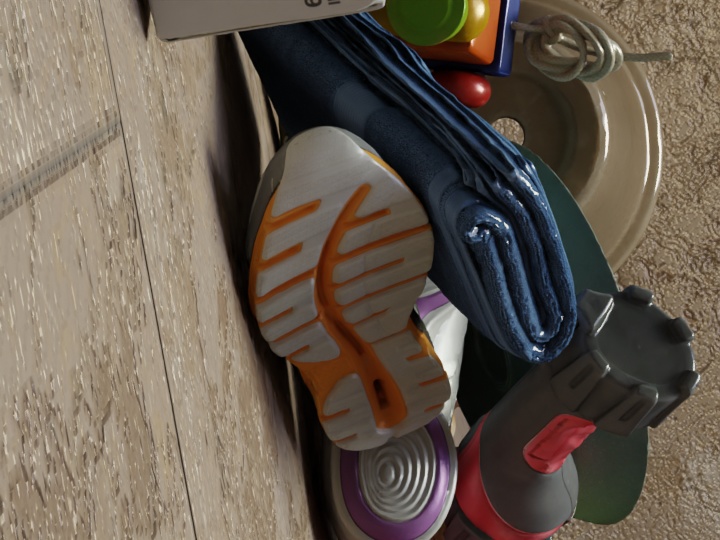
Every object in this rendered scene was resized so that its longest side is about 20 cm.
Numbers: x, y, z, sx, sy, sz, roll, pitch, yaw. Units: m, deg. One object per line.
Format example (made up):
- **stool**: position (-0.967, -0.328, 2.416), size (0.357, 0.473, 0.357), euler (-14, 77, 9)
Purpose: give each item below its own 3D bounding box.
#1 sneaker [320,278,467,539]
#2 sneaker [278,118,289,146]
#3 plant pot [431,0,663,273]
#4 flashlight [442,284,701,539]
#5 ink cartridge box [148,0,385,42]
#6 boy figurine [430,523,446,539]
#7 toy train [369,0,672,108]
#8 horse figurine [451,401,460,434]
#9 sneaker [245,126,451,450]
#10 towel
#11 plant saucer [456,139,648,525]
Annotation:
- **sneaker**: position (0.010, 0.038, 1.246), size (0.100, 0.075, 0.201), euler (122, -22, -72)
- **sneaker**: position (0.000, 0.000, 1.296), size (0.089, 0.077, 0.200), euler (-59, 138, -58)
- **plant pot**: position (0.077, -0.069, 1.501), size (0.175, 0.200, 0.201), euler (2, 79, -88)
- **flashlight**: position (0.092, 0.073, 1.188), size (0.200, 0.068, 0.068), euler (130, -51, -60)
- **ink cartridge box**: position (-0.043, -0.192, 0.948), size (0.200, 0.084, 0.146), euler (-92, 172, -60)
- **boy figurine**: position (0.062, 0.172, 1.312), size (0.124, 0.064, 0.200), euler (79, -2, -50)
- **toy train**: position (0.047, -0.123, 1.279), size (0.116, 0.199, 0.085), euler (0, 97, -78)
- **horse figurine**: position (0.036, 0.116, 1.453), size (0.133, 0.050, 0.201), euler (-35, 130, -62)
- **sneaker**: position (-0.013, -0.001, 1.108), size (0.200, 0.078, 0.077), euler (81, -11, -57)
- **towel**: position (0.022, -0.049, 1.127), size (0.200, 0.048, 0.112), euler (45, -15, 44)
- **plant saucer**: position (0.079, 0.036, 1.322), size (0.200, 0.036, 0.201), euler (163, -90, -71)
